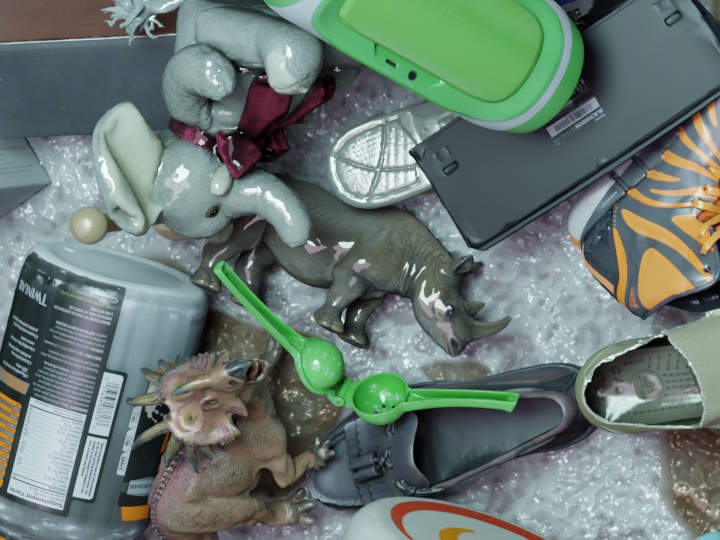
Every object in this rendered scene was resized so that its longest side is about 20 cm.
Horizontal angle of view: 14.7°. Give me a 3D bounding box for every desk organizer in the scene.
[{"bbox_3d":[-0.135,-0.138,1.757,0.199,0.077,0.072,-3,126,3],"label":"desk organizer"}]

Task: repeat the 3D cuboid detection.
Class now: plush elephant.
[{"bbox_3d":[-0.075,-0.081,1.648,0.199,0.165,0.156,12,102,26],"label":"plush elephant"}]

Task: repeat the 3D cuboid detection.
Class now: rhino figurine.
[{"bbox_3d":[0.000,0.000,1.735,0.199,0.060,0.088,18,82,14],"label":"rhino figurine"}]

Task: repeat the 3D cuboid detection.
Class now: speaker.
[{"bbox_3d":[0.031,-0.147,1.547,0.088,0.200,0.089,-29,48,38],"label":"speaker"}]

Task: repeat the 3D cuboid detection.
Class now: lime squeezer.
[{"bbox_3d":[-0.006,0.060,1.699,0.199,0.071,0.038,25,66,1],"label":"lime squeezer"}]

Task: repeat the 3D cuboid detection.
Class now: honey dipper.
[{"bbox_3d":[-0.134,-0.034,1.702,0.038,0.200,0.038,1,94,18],"label":"honey dipper"}]

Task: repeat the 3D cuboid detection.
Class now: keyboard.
[{"bbox_3d":[0.124,-0.103,1.649,0.200,0.040,0.104,-33,85,20],"label":"keyboard"}]

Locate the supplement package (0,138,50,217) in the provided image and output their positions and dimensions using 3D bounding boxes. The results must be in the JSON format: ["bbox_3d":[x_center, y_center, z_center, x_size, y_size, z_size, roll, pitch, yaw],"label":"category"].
[{"bbox_3d":[-0.317,-0.107,1.795,0.120,0.121,0.200,-33,84,18],"label":"supplement package"}]

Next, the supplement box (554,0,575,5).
[{"bbox_3d":[0.040,-0.234,1.591,0.109,0.200,0.109,-14,58,37],"label":"supplement box"}]

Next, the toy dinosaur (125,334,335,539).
[{"bbox_3d":[-0.094,0.119,1.720,0.086,0.135,0.201,35,117,35],"label":"toy dinosaur"}]

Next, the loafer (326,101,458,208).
[{"bbox_3d":[0.080,-0.082,1.708,0.199,0.063,0.072,-12,85,13],"label":"loafer"}]

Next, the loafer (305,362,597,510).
[{"bbox_3d":[0.051,0.103,1.728,0.199,0.063,0.072,-18,89,18],"label":"loafer"}]

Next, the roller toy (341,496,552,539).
[{"bbox_3d":[0.059,0.233,1.671,0.182,0.200,0.140,22,102,9],"label":"roller toy"}]

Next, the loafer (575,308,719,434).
[{"bbox_3d":[0.214,0.059,1.621,0.199,0.068,0.076,-19,92,23],"label":"loafer"}]

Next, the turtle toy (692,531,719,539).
[{"bbox_3d":[0.220,0.240,1.665,0.145,0.101,0.201,24,105,-10],"label":"turtle toy"}]

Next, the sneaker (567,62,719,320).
[{"bbox_3d":[0.218,-0.050,1.640,0.200,0.077,0.112,-52,53,26],"label":"sneaker"}]

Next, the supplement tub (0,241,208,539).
[{"bbox_3d":[-0.176,0.091,1.768,0.122,0.122,0.201,18,100,15],"label":"supplement tub"}]

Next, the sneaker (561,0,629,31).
[{"bbox_3d":[0.126,-0.188,1.685,0.200,0.080,0.087,-28,61,20],"label":"sneaker"}]
